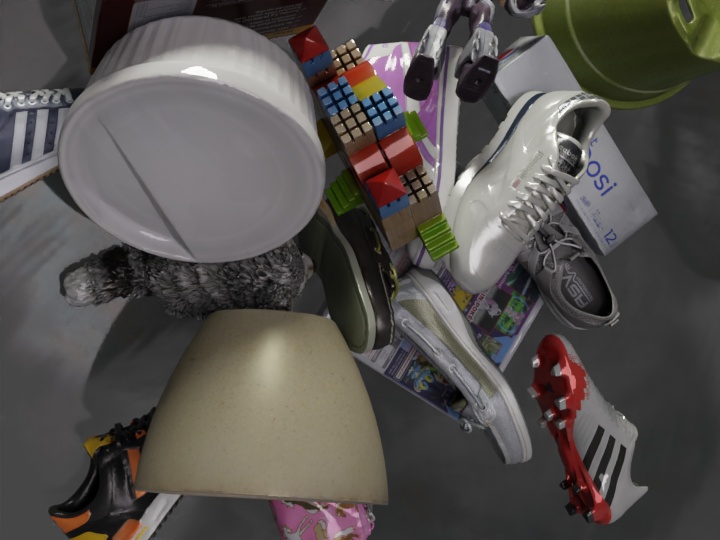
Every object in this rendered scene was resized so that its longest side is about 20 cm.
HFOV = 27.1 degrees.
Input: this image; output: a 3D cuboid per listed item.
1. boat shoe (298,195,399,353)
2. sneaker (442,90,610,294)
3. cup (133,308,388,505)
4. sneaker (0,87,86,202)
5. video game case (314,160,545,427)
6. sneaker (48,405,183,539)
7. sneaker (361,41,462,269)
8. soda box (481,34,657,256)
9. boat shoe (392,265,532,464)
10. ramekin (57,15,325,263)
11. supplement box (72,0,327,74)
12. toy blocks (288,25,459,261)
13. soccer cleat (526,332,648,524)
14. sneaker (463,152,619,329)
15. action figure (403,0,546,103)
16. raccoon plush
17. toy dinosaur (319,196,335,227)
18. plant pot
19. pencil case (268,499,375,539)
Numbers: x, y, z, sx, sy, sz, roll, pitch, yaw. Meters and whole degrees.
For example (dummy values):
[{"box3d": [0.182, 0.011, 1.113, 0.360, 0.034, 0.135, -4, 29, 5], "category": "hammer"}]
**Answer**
[{"box3d": [0.000, 0.000, 1.251, 0.060, 0.201, 0.072, 2, 122, -20], "category": "boat shoe"}, {"box3d": [0.137, -0.069, 1.253, 0.076, 0.080, 0.201, 39, 71, -36], "category": "sneaker"}, {"box3d": [-0.075, 0.108, 1.182, 0.199, 0.200, 0.144, 6, 80, -18], "category": "cup"}, {"box3d": [-0.273, -0.131, 1.214, 0.199, 0.070, 0.109, -31, 106, -9], "category": "sneaker"}, {"box3d": [0.077, 0.014, 1.366, 0.182, 0.023, 0.201, 33, 85, -18], "category": "video game case"}, {"box3d": [-0.185, 0.152, 1.274, 0.090, 0.070, 0.201, 34, 88, -21], "category": "sneaker"}, {"box3d": [0.027, -0.101, 1.300, 0.114, 0.073, 0.202, 4, 75, -3], "category": "sneaker"}, {"box3d": [0.185, -0.114, 1.362, 0.068, 0.063, 0.200, -38, 105, -9], "category": "soda box"}, {"box3d": [0.084, 0.091, 1.329, 0.065, 0.074, 0.203, -33, 101, -6], "category": "boat shoe"}, {"box3d": [-0.125, -0.105, 1.147, 0.202, 0.203, 0.095, 21, 46, -18], "category": "ramekin"}, {"box3d": [-0.126, -0.261, 1.162, 0.196, 0.200, 0.134, -14, 84, -15], "category": "supplement box"}, {"box3d": [0.005, -0.110, 1.191, 0.100, 0.137, 0.201, -28, 71, -2], "category": "toy blocks"}, {"box3d": [0.216, 0.143, 1.405, 0.085, 0.069, 0.201, -24, 106, -22], "category": "soccer cleat"}, {"box3d": [0.170, -0.029, 1.336, 0.075, 0.082, 0.200, -45, 107, -8], "category": "sneaker"}, {"box3d": [0.094, -0.228, 1.283, 0.129, 0.070, 0.201, 12, 50, 2], "category": "action figure"}, {"box3d": [-0.136, 0.016, 1.239, 0.199, 0.134, 0.097, -24, 104, -14], "category": "raccoon plush"}, {"box3d": [-0.100, -0.106, 1.273, 0.199, 0.058, 0.102, 19, 90, 5], "category": "toy dinosaur"}, {"box3d": [0.278, -0.242, 1.311, 0.199, 0.190, 0.201, -2, 96, -18], "category": "plant pot"}, {"box3d": [-0.049, 0.153, 1.311, 0.086, 0.083, 0.201, -20, 101, -20], "category": "pencil case"}]
